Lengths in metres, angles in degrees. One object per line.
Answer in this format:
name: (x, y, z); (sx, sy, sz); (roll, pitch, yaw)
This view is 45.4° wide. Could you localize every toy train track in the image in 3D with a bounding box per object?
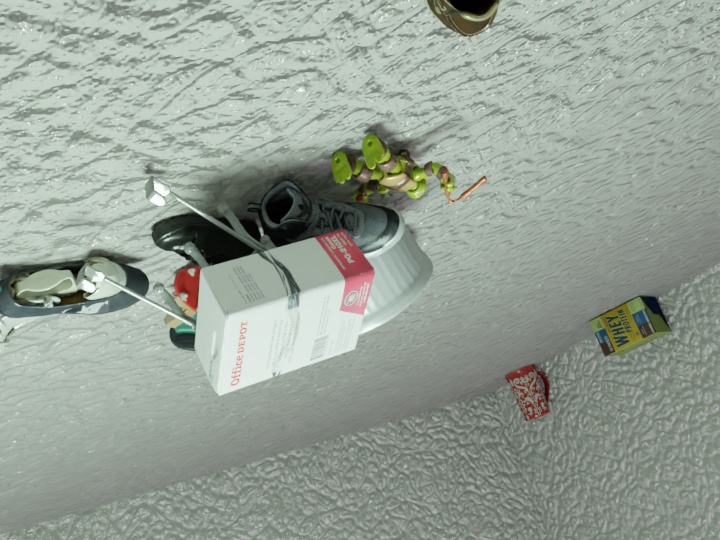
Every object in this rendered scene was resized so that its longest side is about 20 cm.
toy train track: (-0.219, 0.022, 1.306); (0.198, 0.033, 0.114); (-32, 153, 14)

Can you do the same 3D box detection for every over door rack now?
over door rack: (-0.216, -0.019, 1.021); (0.148, 0.067, 0.199); (-48, 136, 14)

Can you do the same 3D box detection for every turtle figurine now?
turtle figurine: (0.049, -0.126, 1.102); (0.197, 0.066, 0.160); (-5, 166, 37)

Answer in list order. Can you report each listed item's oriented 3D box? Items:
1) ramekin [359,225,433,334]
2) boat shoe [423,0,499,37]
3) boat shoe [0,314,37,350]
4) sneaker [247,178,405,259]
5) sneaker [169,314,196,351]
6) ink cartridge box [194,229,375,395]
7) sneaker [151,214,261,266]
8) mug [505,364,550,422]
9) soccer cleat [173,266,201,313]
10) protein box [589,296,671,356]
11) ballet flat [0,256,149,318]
ramekin: (-0.004, -0.001, 1.229); (0.198, 0.099, 0.201); (-26, -158, 11)
boat shoe: (0.092, -0.252, 0.771); (0.074, 0.076, 0.202); (-24, 163, 12)
boat shoe: (-0.480, 0.081, 1.100); (0.197, 0.070, 0.071); (-21, 161, -3)
sneaker: (-0.047, -0.064, 1.096); (0.196, 0.077, 0.114); (0, 163, 17)
sneaker: (-0.223, 0.094, 1.443); (0.197, 0.076, 0.088); (-16, 167, -18)
ink cartridge box: (-0.095, 0.050, 1.043); (0.197, 0.085, 0.146); (-16, 140, -29)
sneaker: (-0.173, -0.012, 1.125); (0.198, 0.106, 0.060); (-2, 155, -47)
mug: (0.708, 0.496, 3.510); (0.174, 0.203, 0.134); (-18, 162, -6)
soccer cleat: (-0.172, 0.044, 1.236); (0.196, 0.070, 0.085); (14, 178, 8)
protein box: (0.942, 0.196, 3.001); (0.199, 0.137, 0.197); (-32, 160, 30)
ballet flat: (-0.353, 0.019, 1.073); (0.197, 0.074, 0.073); (-7, 158, -32)
